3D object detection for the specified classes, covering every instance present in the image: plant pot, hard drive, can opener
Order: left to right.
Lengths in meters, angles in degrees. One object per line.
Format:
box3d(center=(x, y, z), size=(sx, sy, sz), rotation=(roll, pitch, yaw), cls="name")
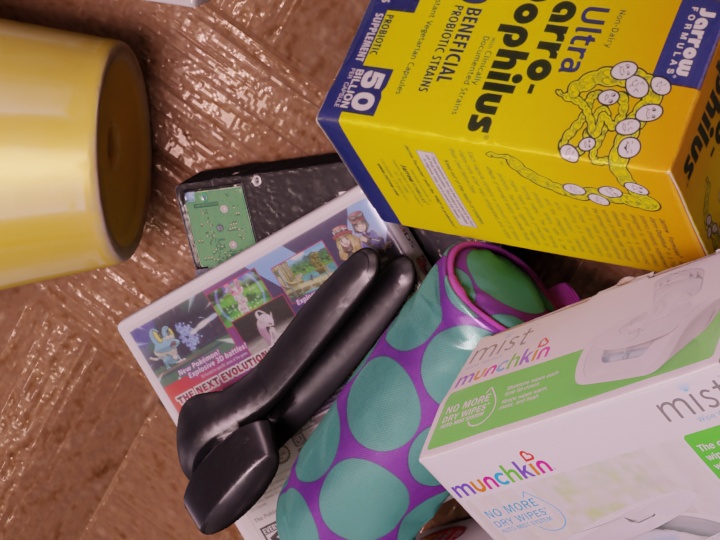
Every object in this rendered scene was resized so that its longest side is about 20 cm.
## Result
box3d(center=(-0.227, -0.068, 1.485), size=(0.189, 0.201, 0.201), rotation=(-1, 108, 9), cls="plant pot")
box3d(center=(-0.035, 0.062, 1.437), size=(0.200, 0.063, 0.079), rotation=(-49, 56, 22), cls="can opener")
box3d(center=(0.000, 0.000, 1.476), size=(0.200, 0.038, 0.140), rotation=(-8, 104, 27), cls="hard drive")

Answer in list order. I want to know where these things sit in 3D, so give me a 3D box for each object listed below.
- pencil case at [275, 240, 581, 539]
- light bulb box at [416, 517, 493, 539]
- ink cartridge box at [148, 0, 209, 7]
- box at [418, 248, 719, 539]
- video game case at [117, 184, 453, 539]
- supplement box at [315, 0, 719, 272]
box3d(center=(0.034, 0.082, 1.390), size=(0.200, 0.092, 0.085), rotation=(-56, 44, 27), cls="pencil case")
box3d(center=(0.087, 0.257, 1.431), size=(0.125, 0.198, 0.200), rotation=(-21, 99, 28), cls="light bulb box")
box3d(center=(-0.134, -0.257, 1.422), size=(0.144, 0.084, 0.200), rotation=(11, 113, 23), cls="ink cartridge box")
box3d(center=(0.165, 0.094, 1.246), size=(0.200, 0.097, 0.176), rotation=(-21, 120, 44), cls="box")
box3d(center=(-0.022, 0.067, 1.477), size=(0.200, 0.023, 0.182), rotation=(-28, 94, 32), cls="video game case")
box3d(center=(0.098, -0.081, 1.325), size=(0.200, 0.109, 0.110), rotation=(10, 155, 27), cls="supplement box")
